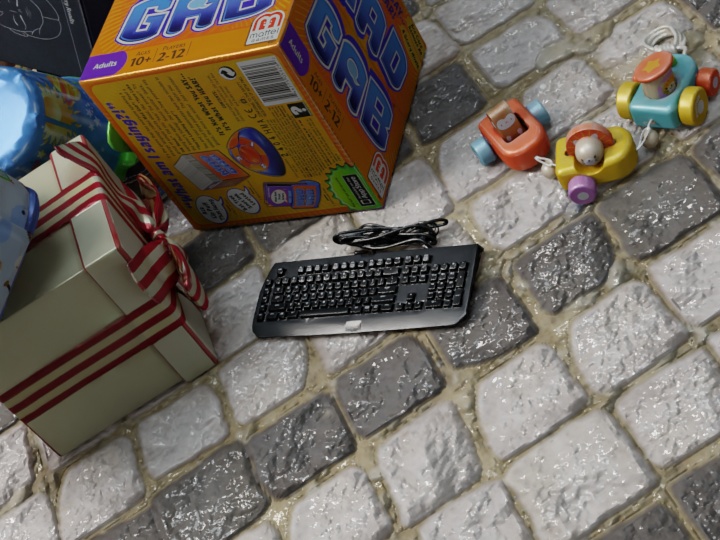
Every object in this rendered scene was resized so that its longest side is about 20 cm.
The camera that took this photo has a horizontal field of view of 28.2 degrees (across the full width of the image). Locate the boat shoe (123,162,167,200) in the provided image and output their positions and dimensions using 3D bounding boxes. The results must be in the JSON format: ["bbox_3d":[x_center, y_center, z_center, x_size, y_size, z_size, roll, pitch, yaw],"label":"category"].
[{"bbox_3d":[-0.251,-0.082,1.369,0.199,0.073,0.072,-34,43,2],"label":"boat shoe"}]

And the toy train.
[{"bbox_3d":[0.185,-0.137,1.157,0.199,0.056,0.151,-32,43,4],"label":"toy train"}]

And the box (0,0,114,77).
[{"bbox_3d":[-0.318,-0.283,1.369,0.199,0.149,0.107,17,52,18],"label":"box"}]

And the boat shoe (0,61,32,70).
[{"bbox_3d":[-0.400,-0.207,1.526,0.200,0.067,0.072,-47,29,32],"label":"boat shoe"}]

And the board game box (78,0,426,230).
[{"bbox_3d":[-0.086,-0.183,1.260,0.198,0.200,0.201,-6,51,27],"label":"board game box"}]

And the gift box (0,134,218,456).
[{"bbox_3d":[-0.235,0.013,1.191,0.186,0.200,0.185,-31,48,2],"label":"gift box"}]

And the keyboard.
[{"bbox_3d":[0.000,0.000,1.166,0.198,0.040,0.105,-5,52,27],"label":"keyboard"}]

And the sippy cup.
[{"bbox_3d":[-0.293,-0.120,1.279,0.177,0.130,0.140,-35,72,13],"label":"sippy cup"}]

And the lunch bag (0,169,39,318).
[{"bbox_3d":[-0.333,0.002,1.105,0.160,0.075,0.201,5,69,47],"label":"lunch bag"}]
